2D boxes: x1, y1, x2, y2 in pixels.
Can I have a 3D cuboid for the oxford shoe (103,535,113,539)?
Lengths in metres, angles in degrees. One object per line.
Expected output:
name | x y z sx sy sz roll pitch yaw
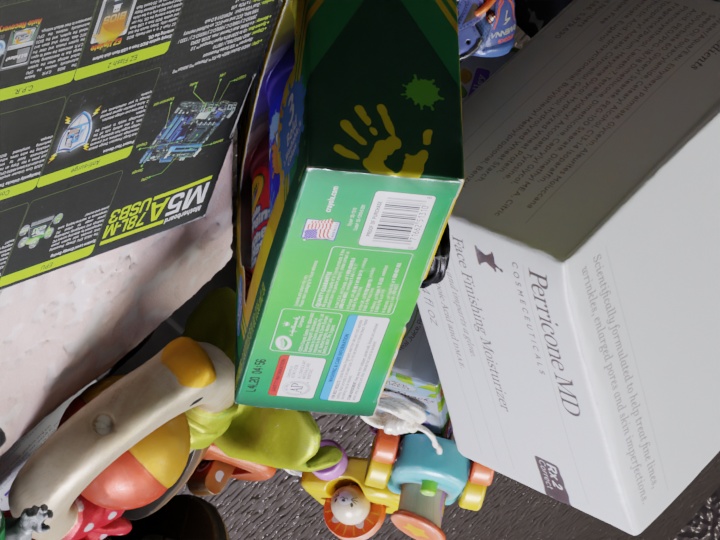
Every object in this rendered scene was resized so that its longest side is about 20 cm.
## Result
oxford shoe | -0.167 0.180 1.612 0.074 0.071 0.200 -41 -174 2

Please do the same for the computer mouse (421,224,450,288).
computer mouse | 0.000 0.000 1.489 0.200 0.034 0.059 148 -52 -68

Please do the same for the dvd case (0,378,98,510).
dvd case | -0.199 0.088 1.477 0.150 0.025 0.200 -45 164 -8

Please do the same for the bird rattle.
bird rattle | -0.120 0.086 1.455 0.199 0.113 0.163 -30 165 -1

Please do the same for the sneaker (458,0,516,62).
sneaker | 0.054 -0.144 1.464 0.075 0.078 0.200 -26 154 -53

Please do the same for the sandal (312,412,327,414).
sandal | -0.029 0.017 1.625 0.055 0.081 0.200 -59 171 -36

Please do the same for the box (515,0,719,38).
box | 0.209 -0.207 1.645 0.200 0.117 0.197 -35 161 -31

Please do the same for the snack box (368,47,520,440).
snack box | 0.052 -0.013 1.676 0.142 0.053 0.201 75 31 -71

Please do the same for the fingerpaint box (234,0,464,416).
fingerpaint box | -0.011 -0.056 1.360 0.073 0.168 0.200 5 147 -10

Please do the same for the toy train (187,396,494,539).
toy train | -0.019 0.117 1.695 0.150 0.199 0.056 27 68 -39

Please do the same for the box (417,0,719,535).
box | 0.137 -0.011 1.552 0.200 0.130 0.200 -43 135 -28

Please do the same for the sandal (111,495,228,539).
sandal | -0.105 0.177 1.710 0.082 0.054 0.200 -68 -164 -14

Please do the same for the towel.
towel | -0.130 -0.007 1.358 0.200 0.032 0.191 -40 155 -28

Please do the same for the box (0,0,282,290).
box | -0.109 -0.086 1.191 0.200 0.047 0.194 -23 145 -49

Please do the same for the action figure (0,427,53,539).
action figure | -0.179 0.131 1.355 0.118 0.054 0.200 -61 167 -25

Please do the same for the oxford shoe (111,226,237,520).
oxford shoe | -0.085 0.057 1.604 0.071 0.071 0.200 -19 148 -49
